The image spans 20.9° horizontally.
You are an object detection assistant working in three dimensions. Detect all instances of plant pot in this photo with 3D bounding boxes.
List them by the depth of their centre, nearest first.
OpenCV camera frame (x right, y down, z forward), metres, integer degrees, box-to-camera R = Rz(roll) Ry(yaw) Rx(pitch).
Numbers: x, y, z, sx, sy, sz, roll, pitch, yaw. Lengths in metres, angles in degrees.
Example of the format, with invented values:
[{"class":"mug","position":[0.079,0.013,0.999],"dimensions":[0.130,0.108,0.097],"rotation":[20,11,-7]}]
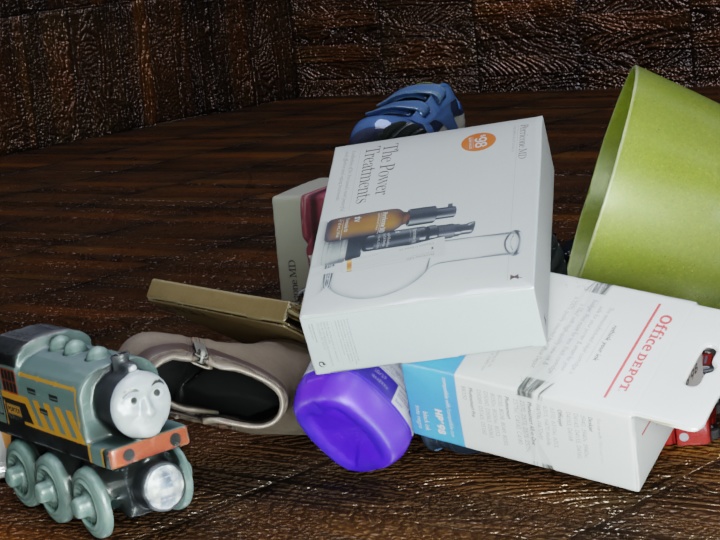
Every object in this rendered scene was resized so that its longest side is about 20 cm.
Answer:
[{"class":"plant pot","position":[0.269,-0.032,1.437],"dimensions":[0.199,0.188,0.187],"rotation":[17,11,2]}]

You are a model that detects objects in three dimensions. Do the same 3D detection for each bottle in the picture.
[{"class":"bottle","position":[0.023,0.039,1.321],"dimensions":[0.065,0.084,0.201],"rotation":[-18,35,41]}]

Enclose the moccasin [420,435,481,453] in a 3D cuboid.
[{"class":"moccasin","position":[0.073,0.073,1.372],"dimensions":[0.068,0.081,0.200],"rotation":[-11,9,9]}]

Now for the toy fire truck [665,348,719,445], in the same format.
[{"class":"toy fire truck","position":[0.185,0.076,1.370],"dimensions":[0.140,0.049,0.200],"rotation":[-4,11,15]}]

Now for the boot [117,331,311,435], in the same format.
[{"class":"boot","position":[-0.073,0.084,1.326],"dimensions":[0.199,0.071,0.146],"rotation":[8,1,-14]}]

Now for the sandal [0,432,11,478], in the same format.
[{"class":"sandal","position":[-0.231,0.109,1.394],"dimensions":[0.205,0.060,0.079],"rotation":[-7,10,-4]}]

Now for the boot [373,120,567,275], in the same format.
[{"class":"boot","position":[0.073,-0.030,1.513],"dimensions":[0.073,0.198,0.163],"rotation":[-46,-6,-10]}]

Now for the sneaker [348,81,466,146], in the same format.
[{"class":"sneaker","position":[0.041,-0.123,1.665],"dimensions":[0.073,0.083,0.200],"rotation":[2,0,18]}]

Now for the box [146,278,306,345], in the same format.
[{"class":"box","position":[-0.050,0.052,1.494],"dimensions":[0.163,0.021,0.200],"rotation":[27,-11,-35]}]

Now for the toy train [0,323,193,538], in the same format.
[{"class":"toy train","position":[-0.177,0.099,1.253],"dimensions":[0.085,0.115,0.200],"rotation":[-17,14,-31]}]

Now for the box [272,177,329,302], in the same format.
[{"class":"box","position":[0.035,-0.016,1.748],"dimensions":[0.199,0.129,0.109],"rotation":[-1,11,25]}]

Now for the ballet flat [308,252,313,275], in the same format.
[{"class":"ballet flat","position":[0.000,0.000,1.449],"dimensions":[0.075,0.064,0.200],"rotation":[33,7,-16]}]

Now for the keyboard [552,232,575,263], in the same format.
[{"class":"keyboard","position":[0.179,-0.003,1.704],"dimensions":[0.104,0.040,0.200],"rotation":[39,23,11]}]

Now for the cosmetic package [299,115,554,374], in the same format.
[{"class":"cosmetic package","position":[0.048,-0.020,1.274],"dimensions":[0.150,0.052,0.200],"rotation":[-6,35,11]}]

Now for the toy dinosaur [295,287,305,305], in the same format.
[{"class":"toy dinosaur","position":[0.042,0.043,1.592],"dimensions":[0.199,0.102,0.136],"rotation":[31,13,-23]}]

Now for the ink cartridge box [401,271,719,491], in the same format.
[{"class":"ink cartridge box","position":[0.141,0.067,1.231],"dimensions":[0.199,0.067,0.116],"rotation":[13,43,27]}]
